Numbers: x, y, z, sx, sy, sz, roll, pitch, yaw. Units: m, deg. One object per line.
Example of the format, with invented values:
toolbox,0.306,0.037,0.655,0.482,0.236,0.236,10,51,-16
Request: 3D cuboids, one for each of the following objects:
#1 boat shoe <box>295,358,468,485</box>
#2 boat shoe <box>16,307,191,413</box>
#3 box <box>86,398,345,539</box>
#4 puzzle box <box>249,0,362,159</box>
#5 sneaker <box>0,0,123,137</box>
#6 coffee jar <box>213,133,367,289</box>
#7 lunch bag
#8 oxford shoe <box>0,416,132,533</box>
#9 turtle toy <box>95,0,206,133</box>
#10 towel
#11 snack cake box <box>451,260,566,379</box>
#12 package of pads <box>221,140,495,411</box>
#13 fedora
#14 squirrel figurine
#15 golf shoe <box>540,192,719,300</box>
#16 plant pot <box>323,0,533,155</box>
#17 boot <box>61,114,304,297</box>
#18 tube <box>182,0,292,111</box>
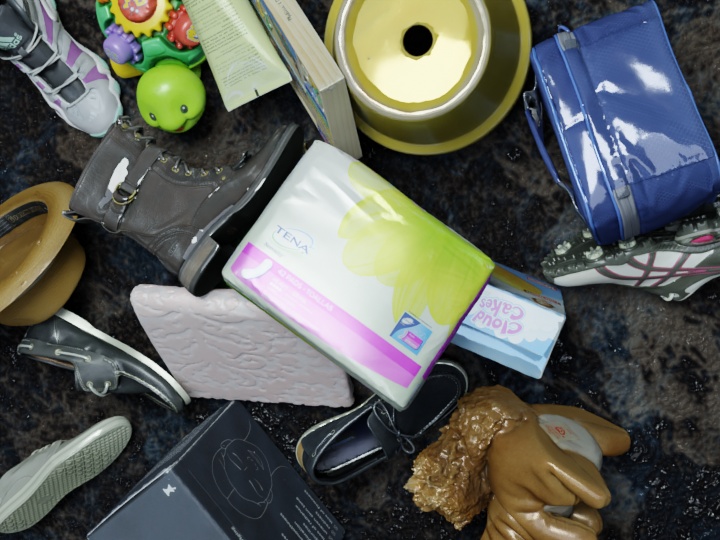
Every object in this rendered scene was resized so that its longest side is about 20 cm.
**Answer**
boat shoe,0.026,0.159,0.949,0.198,0.062,0.075,-28,109,0
boat shoe,-0.273,0.107,0.990,0.198,0.072,0.068,26,66,9
box,-0.136,0.269,0.941,0.124,0.197,0.201,-39,92,14
puzzle box,-0.062,-0.204,0.838,0.025,0.133,0.201,-29,67,-4
sneaker,-0.327,-0.214,0.912,0.077,0.140,0.201,-38,92,14
coffee jar,-0.074,-0.048,0.920,0.199,0.085,0.105,-33,55,14
lunch bag,0.221,-0.131,0.824,0.131,0.136,0.203,-20,76,12
oxford shoe,-0.341,0.218,1.037,0.199,0.075,0.058,-38,57,12
turtle toy,-0.195,-0.236,0.906,0.144,0.101,0.203,-12,98,12
towel,-0.109,0.077,0.928,0.197,0.033,0.192,2,145,10
snack cake box,0.094,0.022,0.898,0.198,0.115,0.068,22,103,5
package of pads,0.000,0.000,0.803,0.199,0.068,0.155,34,80,6
fedora,-0.353,0.001,0.968,0.199,0.202,0.082,-30,130,14
squirrel figurine,0.147,0.227,0.931,0.198,0.142,0.189,26,115,9
golf shoe,0.275,-0.005,0.885,0.197,0.077,0.089,-14,113,17
plant pot,0.056,-0.200,0.825,0.197,0.189,0.204,2,101,8
boot,-0.166,-0.092,0.857,0.173,0.069,0.201,36,83,15
tube,-0.136,-0.251,0.844,0.052,0.058,0.202,-30,102,-21
